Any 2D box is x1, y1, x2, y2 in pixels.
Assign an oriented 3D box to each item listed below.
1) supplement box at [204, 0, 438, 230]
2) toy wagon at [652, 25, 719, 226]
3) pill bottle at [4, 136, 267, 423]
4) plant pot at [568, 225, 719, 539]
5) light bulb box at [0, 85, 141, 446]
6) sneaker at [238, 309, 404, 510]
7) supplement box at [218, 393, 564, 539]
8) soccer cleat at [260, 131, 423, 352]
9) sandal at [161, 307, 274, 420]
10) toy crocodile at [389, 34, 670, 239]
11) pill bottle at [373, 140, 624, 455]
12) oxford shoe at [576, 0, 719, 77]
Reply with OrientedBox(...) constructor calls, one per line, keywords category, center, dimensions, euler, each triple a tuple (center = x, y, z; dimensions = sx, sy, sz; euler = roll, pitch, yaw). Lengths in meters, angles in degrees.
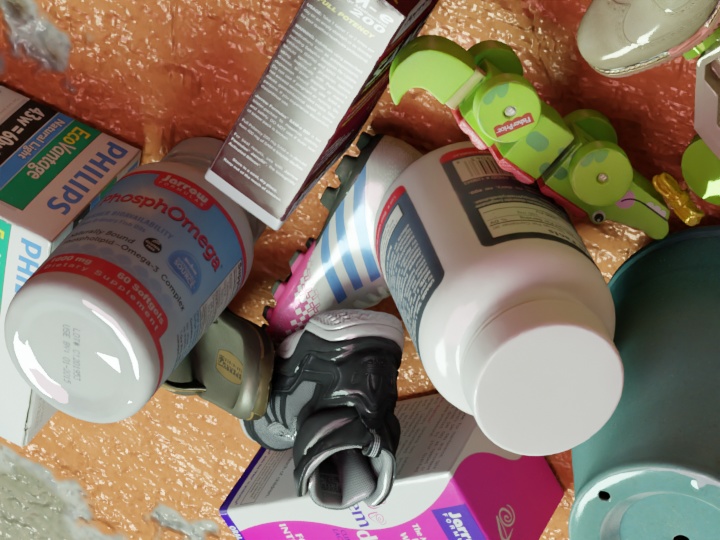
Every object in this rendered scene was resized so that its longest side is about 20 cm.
OrientedBox(category="supplement box", center=(-0.013, -0.128, 1.622), dimensions=(0.061, 0.109, 0.200), euler=(36, 134, 3))
OrientedBox(category="toy wagon", center=(0.251, -0.090, 1.547), dimensions=(0.155, 0.040, 0.200), euler=(48, 133, -9))
OrientedBox(category="pill bottle", center=(-0.136, 0.000, 1.726), dimensions=(0.108, 0.200, 0.109), euler=(15, 130, 19))
OrientedBox(category="plant pot", center=(0.213, 0.107, 1.602), dimensions=(0.199, 0.188, 0.201), euler=(12, 130, 15))
OrientedBox(category="light bulb box", center=(-0.274, -0.019, 1.845), dimensions=(0.199, 0.125, 0.199), euler=(25, 132, 13))
OrientedBox(category="sneaker", center=(-0.030, 0.107, 1.754), dimensions=(0.075, 0.114, 0.200), euler=(8, 155, -21))
OrientedBox(category="supplement box", center=(0.021, 0.157, 1.823), dimensions=(0.199, 0.103, 0.101), euler=(-15, 117, 35))
OrientedBox(category="soccer cleat", center=(0.000, 0.000, 1.737), dimensions=(0.086, 0.070, 0.200), euler=(32, 133, 5))
OrientedBox(category="sandal", center=(-0.117, 0.057, 1.803), dimensions=(0.200, 0.054, 0.082), euler=(-151, 64, -61))
OrientedBox(category="toy crocodile", center=(0.104, -0.077, 1.591), dimensions=(0.200, 0.068, 0.062), euler=(33, 108, -25))
OrientedBox(category="pill bottle", center=(0.085, 0.019, 1.593), dimensions=(0.119, 0.200, 0.120), euler=(-6, 121, -10))
OrientedBox(category="oxford shoe", center=(0.178, -0.178, 1.485), dimensions=(0.200, 0.074, 0.071), euler=(-43, 60, 37))
